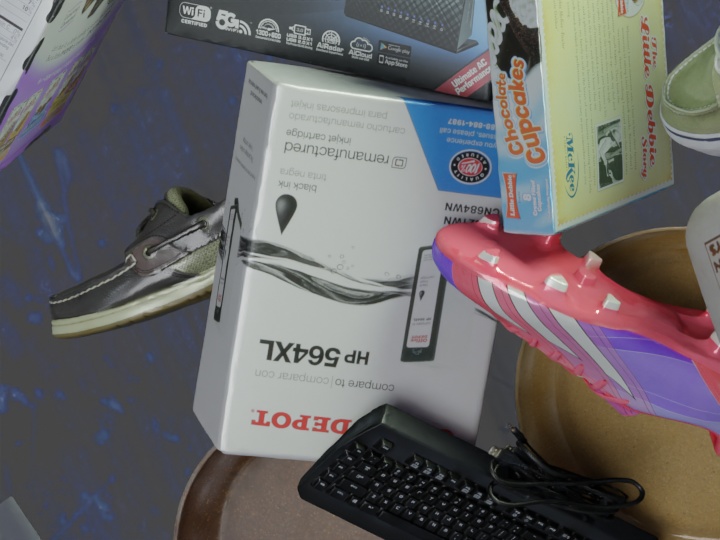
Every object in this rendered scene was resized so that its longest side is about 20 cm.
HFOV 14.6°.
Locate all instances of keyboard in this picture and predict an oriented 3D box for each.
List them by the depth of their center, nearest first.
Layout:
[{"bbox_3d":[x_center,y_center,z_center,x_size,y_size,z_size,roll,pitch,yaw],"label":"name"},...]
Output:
[{"bbox_3d":[0.072,0.133,1.495,0.199,0.040,0.104,26,121,-27],"label":"keyboard"}]

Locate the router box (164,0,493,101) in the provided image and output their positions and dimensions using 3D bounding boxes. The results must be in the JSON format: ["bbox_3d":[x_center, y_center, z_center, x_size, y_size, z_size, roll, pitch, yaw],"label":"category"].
[{"bbox_3d":[0.000,-0.185,1.509,0.199,0.062,0.151,13,108,18],"label":"router box"}]

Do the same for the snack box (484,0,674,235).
[{"bbox_3d":[0.111,-0.128,1.448,0.037,0.116,0.201,6,107,39],"label":"snack box"}]

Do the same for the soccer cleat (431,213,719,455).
[{"bbox_3d":[0.123,0.036,1.464,0.199,0.067,0.077,20,119,-10],"label":"soccer cleat"}]

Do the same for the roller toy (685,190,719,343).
[{"bbox_3d":[0.257,-0.006,1.379,0.182,0.200,0.140,-21,84,17],"label":"roller toy"}]

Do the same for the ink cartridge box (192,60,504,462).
[{"bbox_3d":[0.000,0.000,1.504,0.145,0.084,0.201,6,101,-15],"label":"ink cartridge box"}]

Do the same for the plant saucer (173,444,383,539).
[{"bbox_3d":[-0.012,0.170,1.630,0.199,0.034,0.201,6,108,20],"label":"plant saucer"}]

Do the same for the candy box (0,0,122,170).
[{"bbox_3d":[-0.178,-0.154,1.528,0.071,0.168,0.201,32,114,2],"label":"candy box"}]

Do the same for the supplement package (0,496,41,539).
[{"bbox_3d":[-0.268,0.267,1.695,0.200,0.151,0.152,-36,89,26],"label":"supplement package"}]

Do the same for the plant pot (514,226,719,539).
[{"bbox_3d":[0.182,0.071,1.527,0.199,0.027,0.201,6,108,20],"label":"plant pot"}]

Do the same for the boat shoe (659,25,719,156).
[{"bbox_3d":[0.210,-0.110,1.403,0.062,0.072,0.200,27,156,-26],"label":"boat shoe"}]

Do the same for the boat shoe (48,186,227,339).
[{"bbox_3d":[-0.092,-0.017,1.593,0.200,0.072,0.066,-20,91,20],"label":"boat shoe"}]
